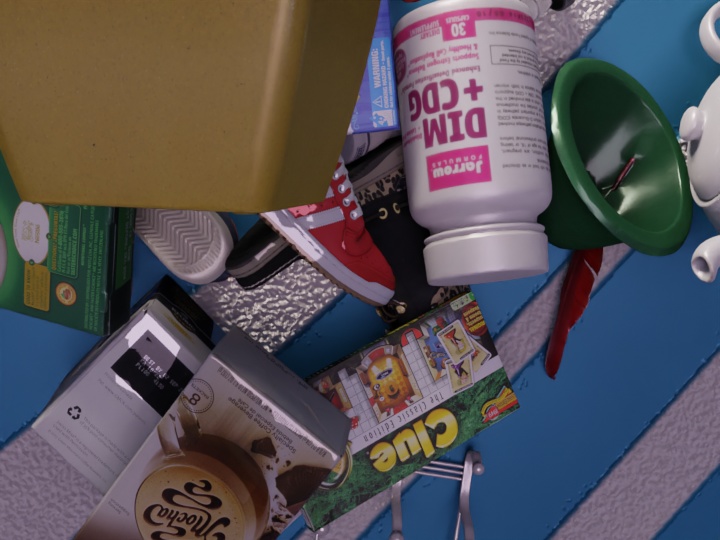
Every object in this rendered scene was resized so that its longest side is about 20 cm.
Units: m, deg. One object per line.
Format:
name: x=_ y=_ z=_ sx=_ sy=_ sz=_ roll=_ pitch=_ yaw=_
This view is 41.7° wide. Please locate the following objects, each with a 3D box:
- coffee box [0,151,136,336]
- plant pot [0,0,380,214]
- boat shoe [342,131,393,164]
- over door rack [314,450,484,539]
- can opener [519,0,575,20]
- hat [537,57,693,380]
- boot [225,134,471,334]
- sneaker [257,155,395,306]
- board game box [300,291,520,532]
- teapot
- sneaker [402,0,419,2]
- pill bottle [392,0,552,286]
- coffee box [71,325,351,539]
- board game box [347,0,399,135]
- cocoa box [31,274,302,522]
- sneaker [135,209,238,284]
coffee box: x=-0.257 y=-0.038 z=0.678 sx=0.196 sy=0.044 sz=0.125 roll=13 pitch=110 yaw=12
plant pot: x=-0.093 y=-0.125 z=0.511 sx=0.196 sy=0.200 sz=0.181 roll=2 pitch=97 yaw=11
boat shoe: x=-0.036 y=-0.185 z=0.753 sx=0.069 sy=0.071 sz=0.202 roll=-30 pitch=87 yaw=-36
over door rack: x=0.025 y=0.253 z=0.849 sx=0.145 sy=0.067 sz=0.204 roll=10 pitch=101 yaw=-6
can opener: x=0.106 y=-0.294 z=0.753 sx=0.066 sy=0.052 sz=0.202 roll=-37 pitch=107 yaw=-31
hat: x=0.166 y=-0.050 z=0.810 sx=0.164 sy=0.175 sz=0.203 roll=23 pitch=55 yaw=-26
boot: x=0.001 y=-0.001 z=0.755 sx=0.203 sy=0.073 sz=0.156 roll=-38 pitch=110 yaw=-33
sneaker: x=-0.024 y=-0.074 z=0.637 sx=0.200 sy=0.071 sz=0.113 roll=43 pitch=93 yaw=-15
board game box: x=0.025 y=0.106 z=0.738 sx=0.198 sy=0.023 sz=0.106 roll=-27 pitch=99 yaw=-19
teapot: x=0.321 y=-0.103 z=0.739 sx=0.143 sy=0.201 sz=0.201 roll=14 pitch=110 yaw=-1
sneaker: x=-0.040 y=-0.265 z=0.716 sx=0.115 sy=0.078 sz=0.201 roll=-39 pitch=90 yaw=-12
pill bottle: x=0.088 y=-0.095 z=0.727 sx=0.111 sy=0.113 sz=0.205 roll=-5 pitch=84 yaw=-3
coffee box: x=-0.110 y=0.158 z=0.662 sx=0.112 sy=0.080 sz=0.201 roll=37 pitch=101 yaw=-2
board game box: x=-0.078 y=-0.189 z=0.660 sx=0.195 sy=0.041 sz=0.204 roll=-9 pitch=102 yaw=-11
cocoa box: x=-0.140 y=0.128 z=0.775 sx=0.133 sy=0.131 sz=0.200 roll=-43 pitch=102 yaw=4
sneaker: x=-0.168 y=-0.066 z=0.768 sx=0.075 sy=0.084 sz=0.201 roll=-39 pitch=78 yaw=4
